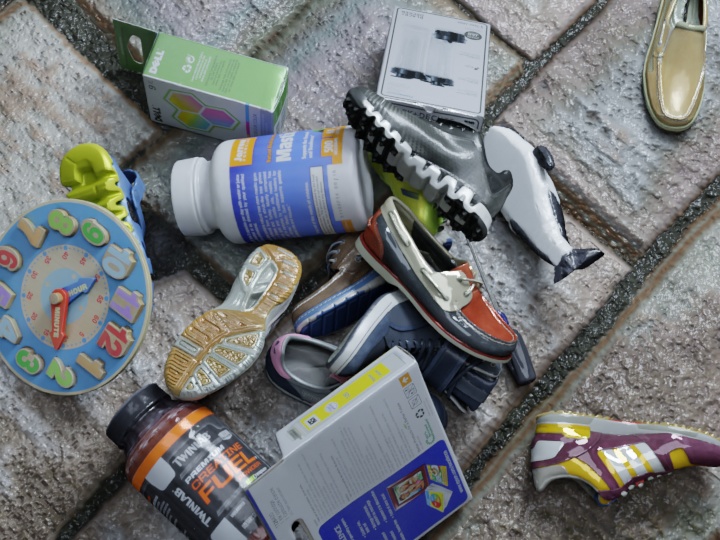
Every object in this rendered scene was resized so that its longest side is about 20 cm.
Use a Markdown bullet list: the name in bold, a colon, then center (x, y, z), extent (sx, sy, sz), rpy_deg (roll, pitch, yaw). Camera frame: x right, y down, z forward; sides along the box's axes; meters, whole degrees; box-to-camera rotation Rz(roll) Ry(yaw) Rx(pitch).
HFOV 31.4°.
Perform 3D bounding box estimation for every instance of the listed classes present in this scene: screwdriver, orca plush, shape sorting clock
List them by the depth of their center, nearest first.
- **shape sorting clock**: center (-0.301, 0.027, 1.302), extent (0.200, 0.039, 0.200), rpy_deg (1, 92, 18)
- **screwdriver**: center (0.142, 0.032, 1.380), extent (0.028, 0.029, 0.200), rpy_deg (-18, 69, -9)
- **orca plush**: center (0.204, -0.076, 1.395), extent (0.071, 0.105, 0.200), rpy_deg (4, 35, -42)

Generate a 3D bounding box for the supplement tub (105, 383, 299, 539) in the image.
- **supplement tub**: center (-0.155, 0.201, 1.253), extent (0.200, 0.107, 0.107), rpy_deg (40, 73, 10)

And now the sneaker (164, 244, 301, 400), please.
- **sneaker**: center (-0.125, 0.067, 1.303), extent (0.076, 0.088, 0.200), rpy_deg (34, 57, 9)

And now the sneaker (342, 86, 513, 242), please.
- **sneaker**: center (0.073, -0.124, 1.290), extent (0.200, 0.066, 0.091), rpy_deg (43, 69, 4)

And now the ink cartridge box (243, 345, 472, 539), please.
- **ink cartridge box**: center (-0.004, 0.204, 1.227), extent (0.200, 0.198, 0.047), rpy_deg (-33, 37, -14)

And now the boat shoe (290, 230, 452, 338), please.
- **boat shoe**: center (0.000, 0.000, 1.361), extent (0.200, 0.072, 0.072), rpy_deg (-31, 70, -24)

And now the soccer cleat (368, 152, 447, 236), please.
- **soccer cleat**: center (0.048, -0.106, 1.380), extent (0.084, 0.065, 0.200), rpy_deg (-8, 47, 4)

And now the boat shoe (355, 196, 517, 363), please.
- **boat shoe**: center (0.083, 0.011, 1.275), extent (0.200, 0.071, 0.063), rpy_deg (43, 116, 14)

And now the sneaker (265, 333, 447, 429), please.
- **sneaker**: center (-0.004, 0.121, 1.304), extent (0.200, 0.082, 0.070), rpy_deg (19, 69, 3)

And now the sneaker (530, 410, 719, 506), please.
- **sneaker**: center (0.273, 0.199, 1.306), extent (0.200, 0.075, 0.090), rpy_deg (6, 78, 5)

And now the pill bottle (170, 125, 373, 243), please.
- **pill bottle**: center (-0.093, -0.087, 1.350), extent (0.200, 0.112, 0.112), rpy_deg (-6, 70, 9)

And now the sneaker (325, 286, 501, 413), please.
- **sneaker**: center (0.061, 0.090, 1.280), extent (0.146, 0.077, 0.202), rpy_deg (43, 30, 8)

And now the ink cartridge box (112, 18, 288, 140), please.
- **ink cartridge box**: center (-0.181, -0.199, 1.398), extent (0.200, 0.104, 0.059), rpy_deg (16, 69, 2)

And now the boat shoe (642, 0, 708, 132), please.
- **boat shoe**: center (0.367, -0.259, 1.470), extent (0.072, 0.076, 0.200), rpy_deg (7, 70, -2)

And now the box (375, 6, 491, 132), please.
- **box**: center (0.077, -0.205, 1.392), extent (0.117, 0.060, 0.200), rpy_deg (10, 39, -1)

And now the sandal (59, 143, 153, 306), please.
- **sandal**: center (-0.251, -0.035, 1.349), extent (0.079, 0.087, 0.200), rpy_deg (-10, 89, 21)
